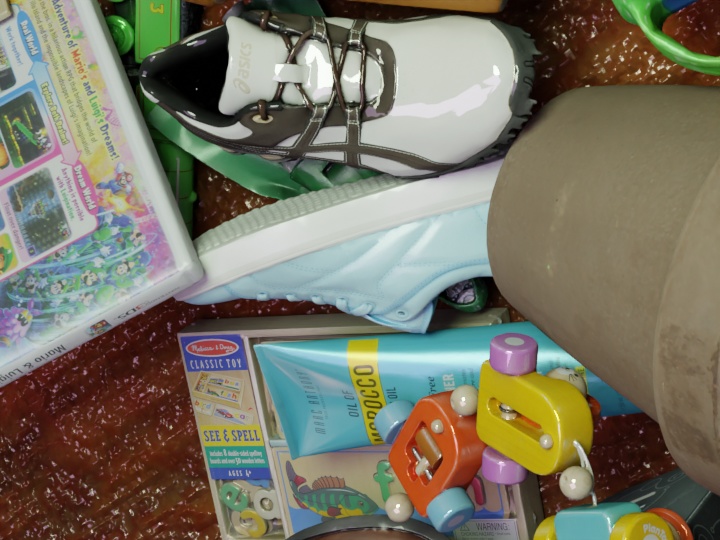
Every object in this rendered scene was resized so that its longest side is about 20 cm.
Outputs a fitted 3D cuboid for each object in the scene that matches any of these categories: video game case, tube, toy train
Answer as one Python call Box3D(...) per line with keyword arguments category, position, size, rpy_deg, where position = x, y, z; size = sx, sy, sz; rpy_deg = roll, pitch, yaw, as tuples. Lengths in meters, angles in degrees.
Box3D(category="video game case", position=(-0.191, -0.039, 1.040), size=(0.181, 0.024, 0.201), rpy_deg=(-27, 63, 8))
Box3D(category="tube", position=(0.050, 0.056, 1.048), size=(0.199, 0.050, 0.078), rpy_deg=(-7, 120, 13))
Box3D(category="toy train", position=(0.086, 0.114, 0.966), size=(0.200, 0.055, 0.151), rpy_deg=(55, 141, 32))
Box3D(category="toy train", position=(-0.114, -0.080, 1.125), size=(0.056, 0.042, 0.201), rpy_deg=(8, 112, 14))

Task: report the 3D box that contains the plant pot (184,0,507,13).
Box3D(category="plant pot", position=(-0.003, -0.205, 0.944), size=(0.182, 0.200, 0.201), rpy_deg=(17, 116, 4))

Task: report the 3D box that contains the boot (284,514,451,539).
Box3D(category="boot", position=(0.027, 0.235, 1.060), size=(0.187, 0.201, 0.069), rpy_deg=(10, 151, 8))

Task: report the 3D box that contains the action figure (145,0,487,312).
Box3D(category="action figure", position=(-0.007, -0.052, 1.068), size=(0.200, 0.055, 0.118), rpy_deg=(43, 109, 1))

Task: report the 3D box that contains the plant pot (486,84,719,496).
Box3D(category="plant pot", position=(0.155, -0.007, 0.935), size=(0.174, 0.200, 0.201), rpy_deg=(21, 118, 39))

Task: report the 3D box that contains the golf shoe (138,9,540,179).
Box3D(category="golf shoe", position=(-0.015, -0.084, 0.959), size=(0.199, 0.094, 0.078), rpy_deg=(-3, 83, 34))

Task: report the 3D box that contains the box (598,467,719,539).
Box3D(category="box", position=(0.185, 0.206, 1.020), size=(0.106, 0.122, 0.201), rpy_deg=(-28, 93, 33))

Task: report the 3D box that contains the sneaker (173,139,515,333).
Box3D(category="sneaker", position=(0.000, 0.000, 1.016), size=(0.199, 0.074, 0.082), rpy_deg=(-15, 101, 15))

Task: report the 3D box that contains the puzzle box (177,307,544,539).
Box3D(category="puzzle box", position=(-0.001, 0.089, 1.133), size=(0.199, 0.025, 0.134), rpy_deg=(-4, 106, 29))

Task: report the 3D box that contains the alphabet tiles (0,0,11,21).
Box3D(category="alphabet tiles", position=(-0.269, -0.143, 1.104), size=(0.166, 0.006, 0.201), rpy_deg=(-27, 50, 9))

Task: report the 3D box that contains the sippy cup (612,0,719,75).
Box3D(category="sippy cup", position=(0.167, -0.185, 0.890), size=(0.130, 0.140, 0.179), rpy_deg=(-9, 114, 19))
